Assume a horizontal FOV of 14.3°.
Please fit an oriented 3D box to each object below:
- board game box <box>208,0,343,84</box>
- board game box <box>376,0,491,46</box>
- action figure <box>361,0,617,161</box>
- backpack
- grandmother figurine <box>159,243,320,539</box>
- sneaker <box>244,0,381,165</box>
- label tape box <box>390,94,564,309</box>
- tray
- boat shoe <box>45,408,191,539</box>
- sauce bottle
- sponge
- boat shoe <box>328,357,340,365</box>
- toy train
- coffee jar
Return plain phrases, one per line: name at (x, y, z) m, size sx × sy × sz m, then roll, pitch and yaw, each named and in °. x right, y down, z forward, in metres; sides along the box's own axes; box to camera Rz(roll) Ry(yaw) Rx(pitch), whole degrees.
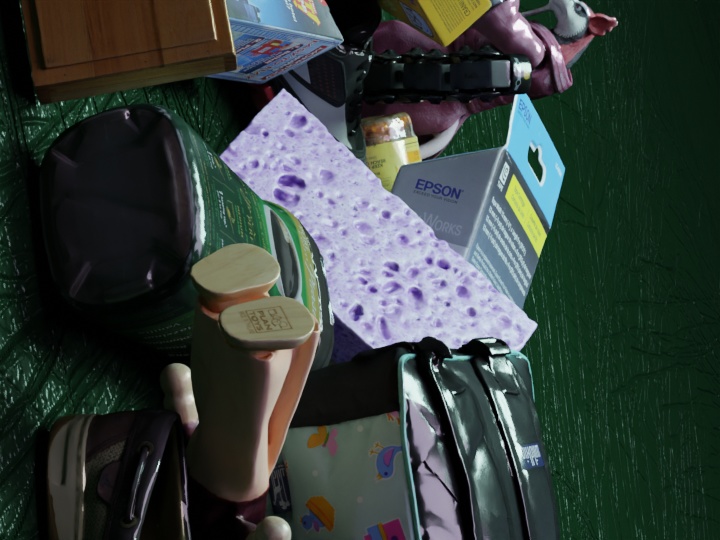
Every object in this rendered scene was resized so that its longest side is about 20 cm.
board game box at (-0.091, -0.185, 1.562) m, size 0.200 × 0.062 × 0.200 m, roll 28°, pitch 41°, yaw -61°
board game box at (-0.022, -0.228, 1.686) m, size 0.200 × 0.040 × 0.153 m, roll 36°, pitch -14°, yaw 48°
action figure at (0.072, -0.128, 1.860) m, size 0.134 × 0.200 × 0.149 m, roll 41°, pitch 39°, yaw -63°
backpack at (0.022, 0.147, 1.445) m, size 0.176 × 0.153 × 0.200 m, roll 4°, pitch 68°, yaw -66°
grandmother figurine at (-0.060, 0.093, 1.341) m, size 0.121 × 0.060 × 0.200 m, roll -113°, pitch -153°, yaw -47°
sneaker at (-0.024, -0.117, 1.708) m, size 0.071 × 0.098 × 0.201 m, roll -91°, pitch 161°, yaw -45°
label tape box at (0.055, -0.001, 1.727) m, size 0.143 × 0.066 × 0.200 m, roll 52°, pitch 53°, yaw -67°
tray at (-0.125, -0.189, 1.402) m, size 0.037 × 0.098 × 0.201 m, roll 91°, pitch -12°, yaw -77°
boat shoe at (-0.098, 0.153, 1.273) m, size 0.073 × 0.065 × 0.200 m, roll 36°, pitch 41°, yaw -64°
sauce bottle at (0.021, 0.002, 1.823) m, size 0.066 × 0.066 × 0.201 m, roll -33°, pitch 112°, yaw -74°
sponge at (0.000, 0.000, 1.579) m, size 0.200 × 0.030 × 0.112 m, roll 42°, pitch 42°, yaw -2°
boat shoe at (-0.032, 0.035, 1.610) m, size 0.068 × 0.072 × 0.200 m, roll 97°, pitch 1°, yaw -47°
toy train at (0.049, -0.116, 1.706) m, size 0.200 × 0.046 × 0.034 m, roll -173°, pitch -98°, yaw -66°
coffee jar at (-0.082, -0.002, 1.427) m, size 0.200 × 0.085 × 0.105 m, roll 41°, pitch 36°, yaw -63°
